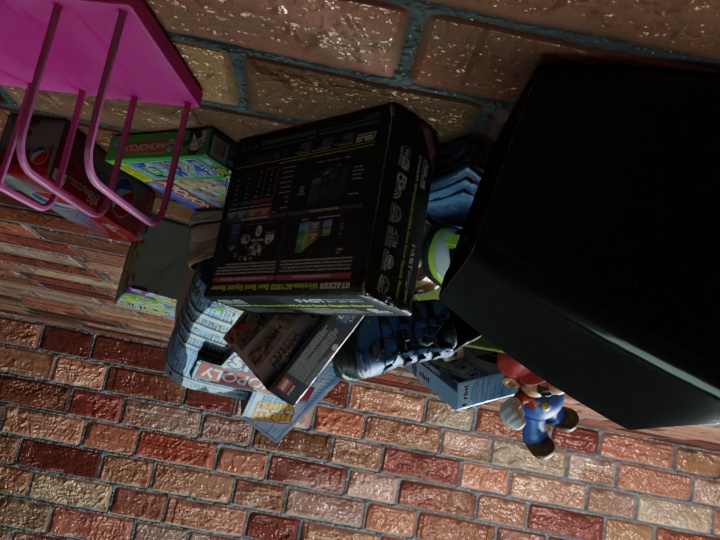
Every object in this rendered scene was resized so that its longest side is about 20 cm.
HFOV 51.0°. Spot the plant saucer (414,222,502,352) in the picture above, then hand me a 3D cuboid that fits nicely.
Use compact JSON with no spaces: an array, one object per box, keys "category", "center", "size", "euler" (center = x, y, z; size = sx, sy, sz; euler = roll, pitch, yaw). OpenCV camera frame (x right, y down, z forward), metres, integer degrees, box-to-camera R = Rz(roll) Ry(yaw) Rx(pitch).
[{"category":"plant saucer","center":[0.089,0.010,0.840],"size":[0.199,0.048,0.200],"euler":[5,145,41]}]

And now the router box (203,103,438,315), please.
[{"category":"router box","center":[-0.037,-0.041,0.632],"size":[0.199,0.151,0.062],"euler":[-2,162,43]}]

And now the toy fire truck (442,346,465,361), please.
[{"category":"toy fire truck","center":[0.118,0.073,0.983],"size":[0.199,0.141,0.049],"euler":[15,137,30]}]

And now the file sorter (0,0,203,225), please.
[{"category":"file sorter","center":[-0.241,-0.115,0.543],"size":[0.199,0.126,0.139],"euler":[8,167,9]}]

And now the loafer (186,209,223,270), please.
[{"category":"loafer","center":[-0.109,-0.029,0.800],"size":[0.199,0.063,0.072],"euler":[-1,162,38]}]

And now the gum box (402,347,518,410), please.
[{"category":"gum box","center":[0.168,0.115,1.042],"size":[0.199,0.045,0.170],"euler":[-9,-157,-26]}]

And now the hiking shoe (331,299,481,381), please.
[{"category":"hiking shoe","center":[0.049,0.059,0.749],"size":[0.086,0.075,0.200],"euler":[-7,-175,37]}]

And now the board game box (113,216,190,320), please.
[{"category":"board game box","center":[-0.287,0.003,1.100],"size":[0.102,0.106,0.200],"euler":[16,164,-20]}]

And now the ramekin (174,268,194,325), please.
[{"category":"ramekin","center":[-0.141,0.034,0.939],"size":[0.199,0.201,0.098],"euler":[-4,153,46]}]

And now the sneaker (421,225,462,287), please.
[{"category":"sneaker","center":[0.145,0.013,0.676],"size":[0.199,0.072,0.083],"euler":[18,167,-28]}]

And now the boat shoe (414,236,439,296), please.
[{"category":"boat shoe","center":[0.000,0.000,0.778],"size":[0.199,0.076,0.074],"euler":[2,144,46]}]

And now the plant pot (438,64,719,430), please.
[{"category":"plant pot","center":[0.163,-0.022,0.507],"size":[0.176,0.201,0.200],"euler":[21,167,1]}]

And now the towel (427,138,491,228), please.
[{"category":"towel","center":[0.130,-0.053,0.677],"size":[0.199,0.049,0.111],"euler":[19,165,-32]}]

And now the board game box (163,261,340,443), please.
[{"category":"board game box","center":[-0.110,0.102,0.836],"size":[0.199,0.062,0.200],"euler":[14,127,-19]}]

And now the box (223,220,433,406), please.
[{"category":"box","center":[-0.034,0.013,0.689],"size":[0.035,0.200,0.110],"euler":[41,176,-38]}]

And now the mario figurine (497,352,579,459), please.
[{"category":"mario figurine","center":[0.229,0.156,0.918],"size":[0.105,0.124,0.200],"euler":[-6,136,21]}]

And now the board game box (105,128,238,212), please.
[{"category":"board game box","center":[-0.143,-0.088,0.786],"size":[0.134,0.029,0.200],"euler":[1,163,31]}]

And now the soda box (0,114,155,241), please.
[{"category":"soda box","center":[-0.301,-0.092,0.814],"size":[0.070,0.064,0.200],"euler":[7,165,13]}]
